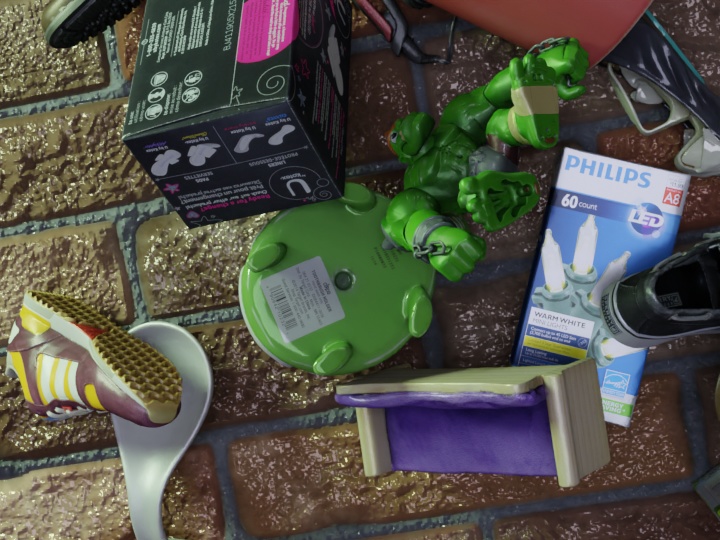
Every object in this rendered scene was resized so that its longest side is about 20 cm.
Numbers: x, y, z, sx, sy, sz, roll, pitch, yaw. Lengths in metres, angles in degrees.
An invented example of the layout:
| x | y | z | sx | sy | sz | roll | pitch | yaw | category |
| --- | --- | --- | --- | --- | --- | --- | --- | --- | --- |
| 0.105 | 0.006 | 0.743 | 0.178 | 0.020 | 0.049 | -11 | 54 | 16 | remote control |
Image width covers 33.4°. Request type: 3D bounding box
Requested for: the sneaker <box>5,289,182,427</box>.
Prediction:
| x | y | z | sx | sy | sz | roll | pitch | yaw | category |
| --- | --- | --- | --- | --- | --- | --- | --- | --- | --- |
| -0.218 | 0.092 | 0.969 | 0.200 | 0.075 | 0.091 | 32 | 103 | 41 | sneaker |

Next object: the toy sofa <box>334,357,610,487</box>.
| x | y | z | sx | sy | sz | roll | pitch | yaw | category |
| --- | --- | --- | --- | --- | --- | --- | --- | --- | --- |
| 0.079 | 0.117 | 0.907 | 0.199 | 0.097 | 0.083 | -6 | 95 | 42 | toy sofa |

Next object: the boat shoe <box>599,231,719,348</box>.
| x | y | z | sx | sy | sz | roll | pitch | yaw | category |
| --- | --- | --- | --- | --- | --- | --- | --- | --- | --- |
| 0.268 | 0.005 | 0.888 | 0.198 | 0.068 | 0.074 | -7 | 72 | -31 | boat shoe |

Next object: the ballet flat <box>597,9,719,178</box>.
| x | y | z | sx | sy | sz | roll | pitch | yaw | category |
| --- | --- | --- | --- | --- | --- | --- | --- | --- | --- |
| 0.255 | -0.118 | 0.931 | 0.073 | 0.073 | 0.200 | -44 | 82 | 7 | ballet flat |

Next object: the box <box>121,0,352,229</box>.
| x | y | z | sx | sy | sz | roll | pitch | yaw | category |
| --- | --- | --- | --- | --- | --- | --- | --- | --- | --- |
| -0.085 | -0.149 | 0.891 | 0.131 | 0.115 | 0.201 | -11 | 53 | 17 | box |

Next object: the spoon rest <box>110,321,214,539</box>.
| x | y | z | sx | sy | sz | roll | pitch | yaw | category |
| --- | --- | --- | --- | --- | --- | --- | --- | --- | --- |
| -0.165 | 0.143 | 0.996 | 0.099 | 0.061 | 0.202 | 0 | 95 | 20 | spoon rest |

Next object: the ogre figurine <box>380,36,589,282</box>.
| x | y | z | sx | sy | sz | roll | pitch | yaw | category |
| --- | --- | --- | --- | --- | --- | --- | --- | --- | --- |
| 0.078 | -0.075 | 0.846 | 0.098 | 0.120 | 0.201 | 22 | 72 | -31 | ogre figurine |

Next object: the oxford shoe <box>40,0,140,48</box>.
| x | y | z | sx | sy | sz | roll | pitch | yaw | category |
| --- | --- | --- | --- | --- | --- | --- | --- | --- | --- |
| -0.200 | -0.268 | 0.975 | 0.084 | 0.073 | 0.200 | 37 | 85 | 5 | oxford shoe |

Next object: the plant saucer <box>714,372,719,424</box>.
| x | y | z | sx | sy | sz | roll | pitch | yaw | category |
| --- | --- | --- | --- | --- | --- | --- | --- | --- | --- |
| 0.321 | 0.045 | 0.885 | 0.034 | 0.200 | 0.201 | 35 | 98 | 32 | plant saucer |

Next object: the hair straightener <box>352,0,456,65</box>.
| x | y | z | sx | sy | sz | roll | pitch | yaw | category |
| --- | --- | --- | --- | --- | --- | --- | --- | --- | --- |
| 0.013 | -0.248 | 0.963 | 0.077 | 0.041 | 0.200 | -41 | 89 | 8 | hair straightener |

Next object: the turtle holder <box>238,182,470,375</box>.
| x | y | z | sx | sy | sz | roll | pitch | yaw | category |
| --- | --- | --- | --- | --- | --- | --- | --- | --- | --- |
| -0.011 | -0.004 | 0.934 | 0.141 | 0.132 | 0.186 | 37 | 80 | -6 | turtle holder |

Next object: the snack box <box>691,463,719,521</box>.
| x | y | z | sx | sy | sz | roll | pitch | yaw | category |
| --- | --- | --- | --- | --- | --- | --- | --- | --- | --- |
| 0.345 | 0.239 | 0.907 | 0.053 | 0.142 | 0.200 | -40 | 88 | 6 | snack box |

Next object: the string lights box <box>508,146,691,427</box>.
| x | y | z | sx | sy | sz | roll | pitch | yaw | category |
| --- | --- | --- | --- | --- | --- | --- | --- | --- | --- |
| 0.185 | 0.011 | 0.951 | 0.102 | 0.059 | 0.201 | 13 | 95 | 6 | string lights box |

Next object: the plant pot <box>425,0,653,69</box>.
| x | y | z | sx | sy | sz | roll | pitch | yaw | category |
| --- | --- | --- | --- | --- | --- | --- | --- | --- | --- |
| 0.132 | -0.253 | 0.884 | 0.177 | 0.200 | 0.201 | 34 | 97 | -8 | plant pot |
